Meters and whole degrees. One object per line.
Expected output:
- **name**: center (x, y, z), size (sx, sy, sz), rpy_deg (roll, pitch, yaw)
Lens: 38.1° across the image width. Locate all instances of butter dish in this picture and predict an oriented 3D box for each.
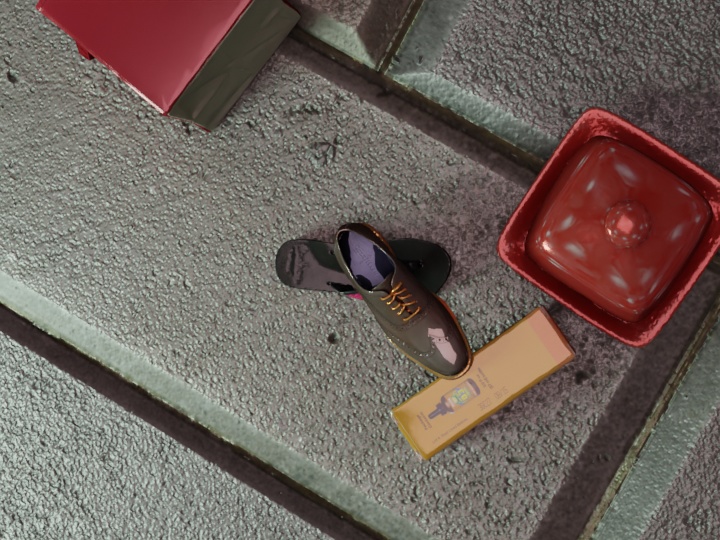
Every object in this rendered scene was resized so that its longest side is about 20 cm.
- **butter dish**: center (0.262, -0.045, 1.051), size (0.199, 0.148, 0.200), rpy_deg (34, 96, 7)

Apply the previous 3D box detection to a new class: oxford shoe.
- **oxford shoe**: center (0.038, 0.034, 1.077), size (0.071, 0.073, 0.200), rpy_deg (-44, 82, 6)

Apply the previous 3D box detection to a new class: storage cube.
- **storage cube**: center (-0.197, -0.275, 1.113), size (0.179, 0.171, 0.200), rpy_deg (39, 96, 5)

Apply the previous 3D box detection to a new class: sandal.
- **sandal**: center (0.000, 0.000, 1.145), size (0.198, 0.045, 0.076), rpy_deg (2, 91, 9)

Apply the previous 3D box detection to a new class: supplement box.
- **supplement box**: center (0.131, 0.120, 1.116), size (0.199, 0.069, 0.067), rpy_deg (-35, 84, 6)
